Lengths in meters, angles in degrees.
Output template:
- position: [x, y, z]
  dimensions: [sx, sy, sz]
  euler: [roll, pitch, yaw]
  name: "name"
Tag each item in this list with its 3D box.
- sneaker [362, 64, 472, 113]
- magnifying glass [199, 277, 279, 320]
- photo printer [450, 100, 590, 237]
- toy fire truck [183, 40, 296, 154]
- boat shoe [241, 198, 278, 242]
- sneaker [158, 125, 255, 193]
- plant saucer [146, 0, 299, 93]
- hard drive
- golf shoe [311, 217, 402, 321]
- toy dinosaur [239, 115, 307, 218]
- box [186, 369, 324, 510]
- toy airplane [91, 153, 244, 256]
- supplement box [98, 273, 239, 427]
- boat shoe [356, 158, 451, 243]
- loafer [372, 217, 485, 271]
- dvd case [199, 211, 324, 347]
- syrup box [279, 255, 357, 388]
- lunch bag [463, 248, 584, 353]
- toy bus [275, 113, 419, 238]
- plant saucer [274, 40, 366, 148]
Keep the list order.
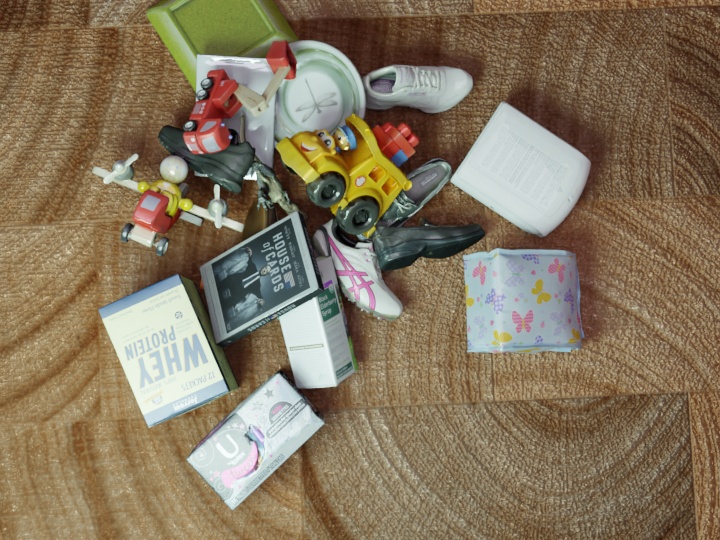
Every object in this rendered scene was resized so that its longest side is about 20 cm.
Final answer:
- position: [0.093, -0.307, 1.753]
  dimensions: [0.199, 0.100, 0.075]
  euler: [-6, 84, -4]
  name: "sneaker"
- position: [-0.170, 0.038, 1.760]
  dimensions: [0.199, 0.022, 0.080]
  euler: [11, 84, 1]
  name: "magnifying glass"
- position: [0.277, -0.165, 1.764]
  dimensions: [0.200, 0.069, 0.167]
  euler: [33, 85, 0]
  name: "photo printer"
- position: [-0.188, -0.272, 1.653]
  dimensions: [0.141, 0.049, 0.201]
  euler: [0, 56, 23]
  name: "toy fire truck"
- position: [-0.158, -0.019, 1.737]
  dimensions: [0.070, 0.070, 0.201]
  euler: [17, 67, -33]
  name: "boat shoe"
- position: [-0.245, -0.199, 1.698]
  dimensions: [0.200, 0.076, 0.091]
  euler: [30, 85, 29]
  name: "sneaker"
- position: [-0.235, -0.416, 1.775]
  dimensions: [0.200, 0.048, 0.200]
  euler: [-33, 88, -3]
  name: "plant saucer"
- position: [-0.209, -0.255, 1.744]
  dimensions: [0.131, 0.025, 0.201]
  euler: [4, 104, 1]
  name: "hard drive"
- position: [0.000, 0.000, 1.732]
  dimensions: [0.200, 0.073, 0.092]
  euler: [42, 108, 0]
  name: "golf shoe"
- position: [-0.157, -0.152, 1.712]
  dimensions: [0.047, 0.088, 0.200]
  euler: [-25, 110, 15]
  name: "toy dinosaur"
- position: [-0.168, 0.268, 1.689]
  dimensions: [0.200, 0.132, 0.115]
  euler: [-44, 90, -4]
  name: "box"
- position: [-0.307, -0.119, 1.682]
  dimensions: [0.200, 0.199, 0.142]
  euler: [5, 113, -41]
  name: "toy airplane"
- position: [-0.298, 0.127, 1.661]
  dimensions: [0.134, 0.200, 0.201]
  euler: [-24, 87, -4]
  name: "supplement box"
- position: [0.070, -0.124, 1.754]
  dimensions: [0.200, 0.071, 0.072]
  euler: [-42, 89, -3]
  name: "boat shoe"
- position: [0.115, -0.058, 1.740]
  dimensions: [0.199, 0.073, 0.073]
  euler: [-11, 70, -24]
  name: "loafer"
- position: [-0.159, 0.014, 1.657]
  dimensions: [0.200, 0.025, 0.151]
  euler: [-29, 58, 19]
  name: "dvd case"
- position: [-0.076, 0.083, 1.700]
  dimensions: [0.081, 0.079, 0.201]
  euler: [-7, 101, 29]
  name: "syrup box"
- position: [0.276, 0.053, 1.722]
  dimensions: [0.199, 0.127, 0.170]
  euler: [-1, 85, -27]
  name: "lunch bag"
- position: [-0.006, -0.178, 1.670]
  dimensions: [0.192, 0.200, 0.136]
  euler: [-44, 46, 8]
  name: "toy bus"
- position: [-0.080, -0.284, 1.751]
  dimensions: [0.199, 0.050, 0.201]
  euler: [4, 104, 17]
  name: "plant saucer"
